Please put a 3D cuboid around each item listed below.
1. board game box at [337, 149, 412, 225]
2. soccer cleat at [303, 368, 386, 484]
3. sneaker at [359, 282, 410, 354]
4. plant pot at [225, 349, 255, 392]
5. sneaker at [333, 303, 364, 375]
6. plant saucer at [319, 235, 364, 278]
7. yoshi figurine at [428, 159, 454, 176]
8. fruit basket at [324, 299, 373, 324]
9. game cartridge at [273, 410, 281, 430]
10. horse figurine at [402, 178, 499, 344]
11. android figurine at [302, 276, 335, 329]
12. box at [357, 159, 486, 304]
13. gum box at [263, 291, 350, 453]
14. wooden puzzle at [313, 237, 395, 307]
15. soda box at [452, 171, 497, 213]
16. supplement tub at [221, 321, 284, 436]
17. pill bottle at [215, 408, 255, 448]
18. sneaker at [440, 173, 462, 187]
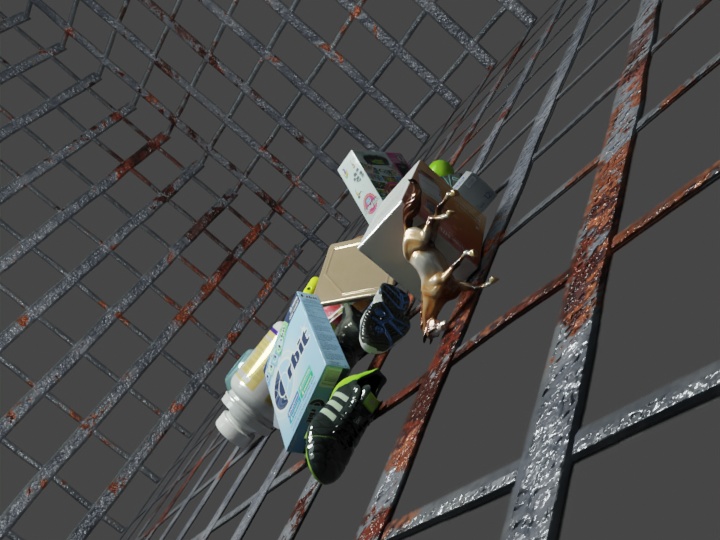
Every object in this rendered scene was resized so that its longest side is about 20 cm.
[{"bbox_3d":[0.064,-0.139,1.372,0.146,0.201,0.064,-6,-33,-43],"label":"board game box"},{"bbox_3d":[-0.017,0.194,0.921,0.081,0.068,0.200,-32,14,27],"label":"soccer cleat"},{"bbox_3d":[0.035,0.092,1.132,0.078,0.075,0.200,-62,-3,22],"label":"sneaker"},{"bbox_3d":[-0.256,0.275,1.746,0.201,0.134,0.200,-50,7,9],"label":"plant pot"},{"bbox_3d":[-0.028,0.128,1.277,0.114,0.076,0.200,-50,7,9],"label":"sneaker"},{"bbox_3d":[-0.014,0.010,1.621,0.199,0.032,0.202,-32,-35,-25],"label":"plant saucer"},{"bbox_3d":[0.159,-0.181,1.588,0.112,0.112,0.200,-47,7,-32],"label":"yoshi figurine"},{"bbox_3d":[-0.030,0.057,1.501,0.199,0.094,0.185,-33,6,-2],"label":"fruit basket"},{"bbox_3d":[-0.098,0.207,1.215,0.200,0.041,0.135,-35,53,54],"label":"game cartridge"},{"bbox_3d":[0.101,-0.021,0.943,0.050,0.202,0.132,-6,-24,-42],"label":"horse figurine"},{"bbox_3d":[-0.093,0.096,1.673,0.201,0.041,0.183,-58,-31,-35],"label":"android figurine"},{"bbox_3d":[0.102,-0.059,1.097,0.106,0.152,0.200,-46,9,27],"label":"box"},{"bbox_3d":[-0.093,0.160,1.136,0.171,0.044,0.201,-65,28,23],"label":"gum box"},{"bbox_3d":[0.000,0.000,1.394,0.183,0.037,0.201,-11,38,28],"label":"wooden puzzle"},{"bbox_3d":[0.152,-0.082,1.261,0.200,0.063,0.068,-50,6,8],"label":"soda box"},{"bbox_3d":[-0.175,0.223,1.451,0.201,0.145,0.145,-51,7,-7],"label":"supplement tub"},{"bbox_3d":[-0.226,0.290,1.578,0.201,0.109,0.110,-51,7,0],"label":"pill bottle"},{"bbox_3d":[0.177,-0.156,1.420,0.079,0.076,0.200,-39,28,-5],"label":"sneaker"}]
